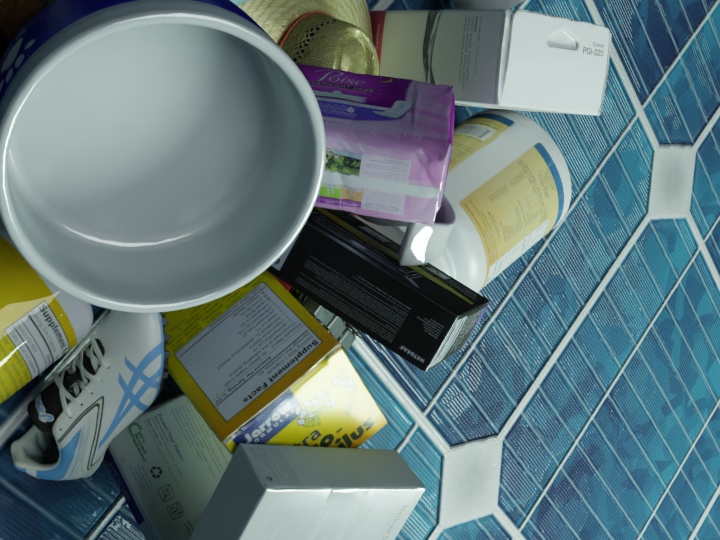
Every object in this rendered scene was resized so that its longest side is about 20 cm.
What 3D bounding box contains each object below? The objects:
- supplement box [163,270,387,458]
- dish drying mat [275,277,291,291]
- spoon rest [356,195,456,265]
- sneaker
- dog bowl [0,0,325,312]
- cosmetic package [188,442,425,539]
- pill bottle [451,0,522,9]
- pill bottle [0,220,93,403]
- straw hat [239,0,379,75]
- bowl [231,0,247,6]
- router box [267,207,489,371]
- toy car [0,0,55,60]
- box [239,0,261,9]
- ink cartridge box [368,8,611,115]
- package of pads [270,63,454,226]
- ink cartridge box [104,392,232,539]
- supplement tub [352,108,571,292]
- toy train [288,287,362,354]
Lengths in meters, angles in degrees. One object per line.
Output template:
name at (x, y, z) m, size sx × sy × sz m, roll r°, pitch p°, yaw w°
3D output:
supplement box at (-0.089, 0.071, 0.778) m, size 0.109 × 0.200 × 0.110 m, roll -39°, pitch 136°, yaw -9°
dish drying mat at (-0.077, -0.062, 0.902) m, size 0.077 × 0.018 × 0.201 m, roll -23°, pitch 113°, yaw -36°
spoon rest at (0.030, -0.067, 0.833) m, size 0.060 × 0.200 × 0.100 m, roll 6°, pitch 119°, yaw -24°
sneaker at (-0.206, 0.092, 0.745) m, size 0.072 × 0.072 × 0.200 m, roll 5°, pitch 130°, yaw -45°
dog bowl at (-0.128, -0.077, 0.609) m, size 0.199 × 0.079 × 0.201 m, roll -13°, pitch 126°, yaw -18°
cosmetic package at (-0.061, 0.222, 0.729) m, size 0.150 × 0.052 × 0.200 m, roll 13°, pitch 115°, yaw -39°
pill bottle at (0.097, -0.348, 0.928) m, size 0.111 × 0.111 × 0.200 m, roll -42°, pitch 123°, yaw -26°
pill bottle at (-0.267, 0.032, 0.704) m, size 0.200 × 0.111 × 0.112 m, roll -41°, pitch 122°, yaw -27°
straw hat at (-0.032, -0.168, 0.830) m, size 0.201 × 0.085 × 0.202 m, roll -21°, pitch 122°, yaw -38°
bowl at (-0.137, -0.245, 0.662) m, size 0.105 × 0.201 × 0.201 m, roll -48°, pitch 129°, yaw 6°
router box at (0.000, 0.000, 0.804) m, size 0.052 × 0.200 × 0.157 m, roll -60°, pitch 166°, yaw 11°
toy car at (-0.266, -0.126, 0.648) m, size 0.158 × 0.164 × 0.201 m, roll 19°, pitch 96°, yaw -40°
box at (-0.113, -0.300, 0.804) m, size 0.200 × 0.046 × 0.159 m, roll -32°, pitch 119°, yaw -31°
ink cartridge box at (0.110, -0.195, 0.911) m, size 0.145 × 0.200 × 0.085 m, roll -3°, pitch 101°, yaw -39°
package of pads at (-0.030, -0.104, 0.744) m, size 0.121 × 0.199 × 0.076 m, roll -80°, pitch 177°, yaw -52°
ink cartridge box at (-0.098, 0.190, 0.859) m, size 0.200 × 0.043 × 0.197 m, roll -23°, pitch 78°, yaw -34°
supplement tub at (0.097, -0.056, 0.967) m, size 0.200 × 0.144 × 0.145 m, roll -37°, pitch 120°, yaw -28°
toy train at (-0.034, 0.044, 0.890) m, size 0.034 × 0.046 × 0.200 m, roll -53°, pitch 165°, yaw -7°
